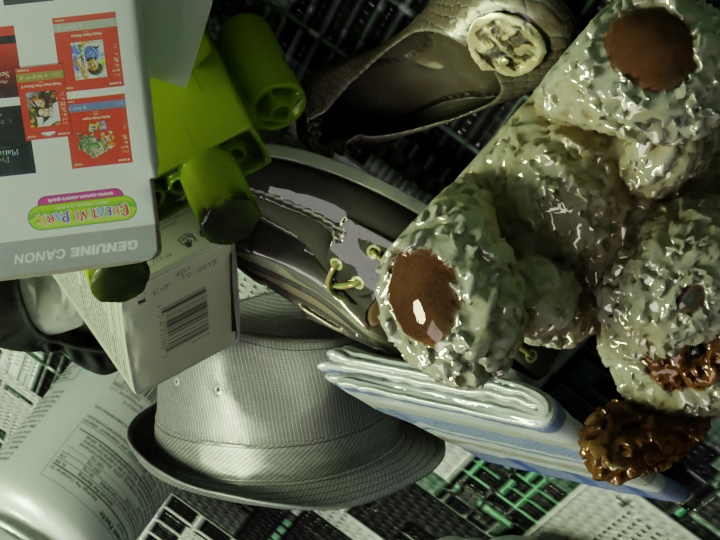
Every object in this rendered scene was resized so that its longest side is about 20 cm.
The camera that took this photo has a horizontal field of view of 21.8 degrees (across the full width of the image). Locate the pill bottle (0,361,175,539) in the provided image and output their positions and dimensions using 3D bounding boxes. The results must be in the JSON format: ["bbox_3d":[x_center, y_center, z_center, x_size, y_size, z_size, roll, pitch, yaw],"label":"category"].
[{"bbox_3d":[-0.195,0.147,1.290,0.113,0.200,0.114,25,147,18],"label":"pill bottle"}]

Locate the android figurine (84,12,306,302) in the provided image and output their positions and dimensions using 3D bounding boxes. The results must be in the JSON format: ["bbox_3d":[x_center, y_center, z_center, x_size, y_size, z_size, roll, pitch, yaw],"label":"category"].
[{"bbox_3d":[-0.122,-0.075,0.960,0.200,0.181,0.041,61,180,41],"label":"android figurine"}]

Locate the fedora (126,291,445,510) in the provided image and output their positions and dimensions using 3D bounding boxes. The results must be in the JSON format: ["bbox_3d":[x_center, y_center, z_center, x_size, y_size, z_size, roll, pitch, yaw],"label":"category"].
[{"bbox_3d":[-0.049,0.067,1.117,0.199,0.176,0.091,12,113,45],"label":"fedora"}]

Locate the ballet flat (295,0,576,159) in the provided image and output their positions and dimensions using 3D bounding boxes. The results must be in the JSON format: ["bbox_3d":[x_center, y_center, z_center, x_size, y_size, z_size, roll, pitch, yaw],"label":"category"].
[{"bbox_3d":[0.028,-0.092,0.908,0.067,0.046,0.200,48,147,-19],"label":"ballet flat"}]

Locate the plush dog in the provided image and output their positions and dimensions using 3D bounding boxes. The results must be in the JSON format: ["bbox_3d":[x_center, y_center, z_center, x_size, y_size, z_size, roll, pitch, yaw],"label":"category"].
[{"bbox_3d":[0.125,-0.005,0.843,0.172,0.200,0.160,42,-174,3],"label":"plush dog"}]

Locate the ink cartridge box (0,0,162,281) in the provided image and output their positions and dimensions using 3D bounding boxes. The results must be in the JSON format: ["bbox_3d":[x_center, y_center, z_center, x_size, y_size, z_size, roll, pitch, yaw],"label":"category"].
[{"bbox_3d":[-0.197,-0.086,0.855,0.199,0.084,0.176,-6,120,-6],"label":"ink cartridge box"}]

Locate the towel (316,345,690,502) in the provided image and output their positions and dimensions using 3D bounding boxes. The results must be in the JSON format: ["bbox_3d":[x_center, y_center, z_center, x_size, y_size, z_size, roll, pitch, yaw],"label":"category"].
[{"bbox_3d":[0.084,0.087,1.035,0.146,0.024,0.200,10,168,34],"label":"towel"}]

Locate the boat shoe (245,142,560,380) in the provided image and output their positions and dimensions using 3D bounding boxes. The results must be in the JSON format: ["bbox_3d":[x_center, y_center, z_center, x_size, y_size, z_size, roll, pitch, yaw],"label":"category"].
[{"bbox_3d":[0.017,-0.006,0.971,0.200,0.061,0.072,22,169,-3],"label":"boat shoe"}]

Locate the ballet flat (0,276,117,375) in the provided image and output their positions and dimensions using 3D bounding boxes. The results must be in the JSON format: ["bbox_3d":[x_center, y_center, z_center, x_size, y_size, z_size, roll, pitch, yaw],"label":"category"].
[{"bbox_3d":[-0.190,0.019,1.197,0.068,0.068,0.200,-20,163,18],"label":"ballet flat"}]

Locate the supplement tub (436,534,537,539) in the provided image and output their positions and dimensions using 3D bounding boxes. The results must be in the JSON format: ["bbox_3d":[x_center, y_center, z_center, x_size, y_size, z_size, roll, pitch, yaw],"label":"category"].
[{"bbox_3d":[0.127,0.246,1.161,0.199,0.145,0.145,11,140,36],"label":"supplement tub"}]

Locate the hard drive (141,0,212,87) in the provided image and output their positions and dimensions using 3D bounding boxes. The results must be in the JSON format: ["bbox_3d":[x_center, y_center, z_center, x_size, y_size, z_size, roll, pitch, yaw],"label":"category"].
[{"bbox_3d":[-0.161,-0.174,0.883,0.199,0.025,0.132,15,120,-10],"label":"hard drive"}]

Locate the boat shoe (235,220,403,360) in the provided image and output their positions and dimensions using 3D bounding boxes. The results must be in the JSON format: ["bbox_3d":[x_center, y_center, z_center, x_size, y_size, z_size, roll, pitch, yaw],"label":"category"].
[{"bbox_3d":[0.000,0.000,1.047,0.200,0.075,0.073,33,167,8],"label":"boat shoe"}]

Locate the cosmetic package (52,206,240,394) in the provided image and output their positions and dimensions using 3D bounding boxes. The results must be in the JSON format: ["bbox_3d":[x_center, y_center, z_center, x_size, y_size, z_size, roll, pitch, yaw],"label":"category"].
[{"bbox_3d":[-0.148,-0.041,1.047,0.200,0.071,0.105,52,158,28],"label":"cosmetic package"}]
